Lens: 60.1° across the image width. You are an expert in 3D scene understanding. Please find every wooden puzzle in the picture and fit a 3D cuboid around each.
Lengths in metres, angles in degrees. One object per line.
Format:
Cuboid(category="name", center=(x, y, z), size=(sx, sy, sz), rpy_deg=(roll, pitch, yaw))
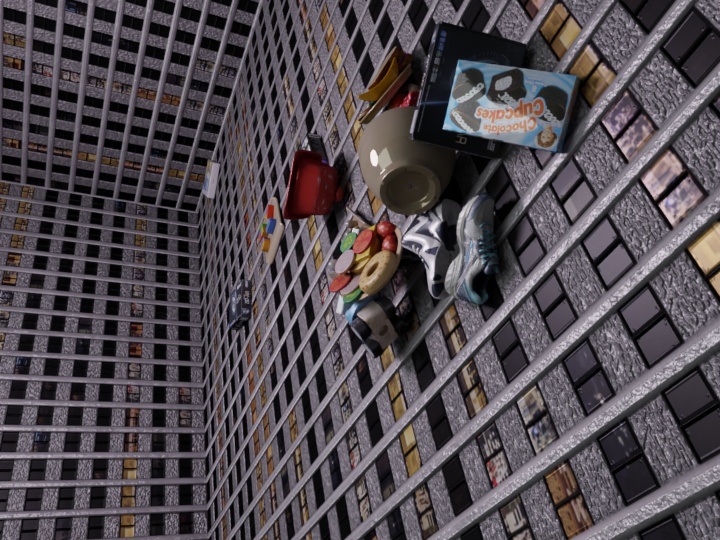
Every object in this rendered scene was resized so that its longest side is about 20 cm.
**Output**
Cuboid(category="wooden puzzle", center=(-0.346, -0.154, 2.360), size=(0.186, 0.046, 0.201), rpy_deg=(-66, 30, 32))

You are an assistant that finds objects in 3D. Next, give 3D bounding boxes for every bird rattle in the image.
Cuboid(category="bird rattle", center=(0.088, -0.365, 1.426), size=(0.200, 0.112, 0.164), rpy_deg=(-49, 25, 46))

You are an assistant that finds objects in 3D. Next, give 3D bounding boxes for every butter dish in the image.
Cuboid(category="butter dish", center=(-0.117, -0.232, 1.787), size=(0.200, 0.146, 0.202), rpy_deg=(-18, -58, -71))

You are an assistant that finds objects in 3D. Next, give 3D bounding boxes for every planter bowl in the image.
Cuboid(category="planter bowl", center=(0.093, -0.195, 1.208), size=(0.136, 0.198, 0.201), rpy_deg=(-90, 23, -46))

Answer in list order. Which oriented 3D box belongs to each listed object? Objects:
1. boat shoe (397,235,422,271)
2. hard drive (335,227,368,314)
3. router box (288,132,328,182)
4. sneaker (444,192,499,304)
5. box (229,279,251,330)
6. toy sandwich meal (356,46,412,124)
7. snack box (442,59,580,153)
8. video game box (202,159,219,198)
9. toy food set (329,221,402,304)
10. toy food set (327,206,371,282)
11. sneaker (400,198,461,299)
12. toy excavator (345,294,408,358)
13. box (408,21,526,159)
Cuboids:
Cuboid(category="boat shoe", center=(0.082, -0.032, 1.379), size=(0.199, 0.071, 0.069), rpy_deg=(-11, 72, 57))
Cuboid(category="hard drive", center=(0.000, 0.000, 1.486), size=(0.026, 0.132, 0.202), rpy_deg=(15, 99, 26))
Cuboid(category="router box", center=(-0.173, -0.320, 2.023), size=(0.201, 0.051, 0.150), rpy_deg=(-60, 35, 40))
Cuboid(category="sneaker", center=(0.216, -0.035, 1.099), size=(0.086, 0.077, 0.202), rpy_deg=(32, 119, 50))
Cuboid(category="box", center=(-0.508, 0.147, 2.627), size=(0.200, 0.043, 0.162), rpy_deg=(142, 130, -57))
Cuboid(category="toy sandwich meal", center=(0.048, -0.436, 1.471), size=(0.205, 0.070, 0.205), rpy_deg=(-48, 10, 11))
Cuboid(category="snack box", center=(0.240, -0.267, 1.009), size=(0.198, 0.037, 0.117), rpy_deg=(18, 103, 29))
Cuboid(category="video game box", center=(-0.859, -0.527, 3.577), size=(0.182, 0.046, 0.202), rpy_deg=(32, 112, 61))
Cuboid(category="toy food set", center=(0.012, -0.018, 1.326), size=(0.197, 0.048, 0.202), rpy_deg=(-25, 41, 41))
Cuboid(category="toy food set", center=(-0.033, -0.052, 1.636), size=(0.144, 0.060, 0.202), rpy_deg=(-135, 56, -60))
Cuboid(category="sneaker", center=(0.135, -0.032, 1.228), size=(0.129, 0.079, 0.201), rpy_deg=(-23, 62, 54))
Cuboid(category="toy excavator", center=(0.015, 0.113, 1.406), size=(0.100, 0.195, 0.200), rpy_deg=(-39, 40, -10))
Cuboid(category="box", center=(0.186, -0.313, 1.098), size=(0.044, 0.158, 0.202), rpy_deg=(-105, 29, -77))
